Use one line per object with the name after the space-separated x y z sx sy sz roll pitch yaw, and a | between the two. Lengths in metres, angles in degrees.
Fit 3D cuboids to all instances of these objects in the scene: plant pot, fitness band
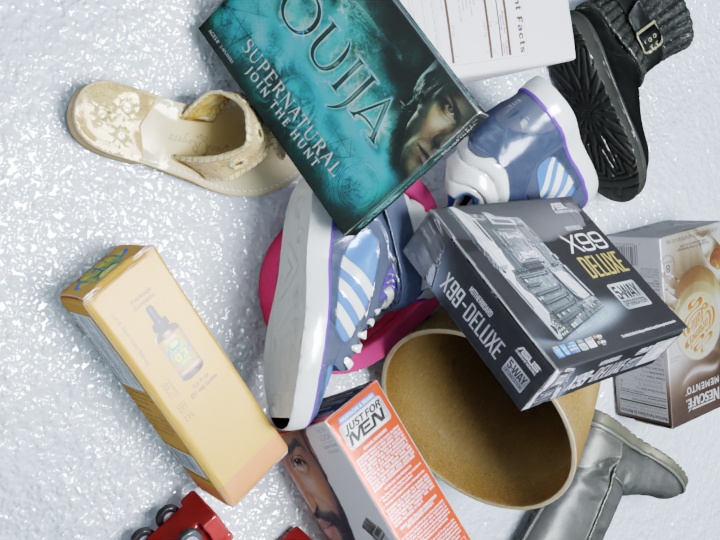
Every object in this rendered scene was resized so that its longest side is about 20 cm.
0.145 0.076 0.857 0.200 0.184 0.189 -45 117 -42 | plant pot
0.000 0.000 0.817 0.199 0.037 0.145 -39 114 -28 | fitness band

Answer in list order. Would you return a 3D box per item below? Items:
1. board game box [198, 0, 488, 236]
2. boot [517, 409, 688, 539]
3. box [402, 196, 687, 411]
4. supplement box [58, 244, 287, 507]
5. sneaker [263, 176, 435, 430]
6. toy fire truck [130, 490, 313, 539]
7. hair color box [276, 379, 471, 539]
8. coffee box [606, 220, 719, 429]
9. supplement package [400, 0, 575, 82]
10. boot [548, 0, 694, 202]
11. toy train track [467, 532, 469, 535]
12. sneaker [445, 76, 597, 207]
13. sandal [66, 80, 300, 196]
-0.017 -0.147 0.693 0.201 0.135 0.028 54 19 10 | board game box
0.249 0.269 0.989 0.180 0.072 0.203 31 69 -18 | boot
0.150 0.016 0.751 0.198 0.050 0.159 -7 53 -44 | box
-0.138 0.079 0.708 0.066 0.068 0.202 -41 116 -26 | supplement box
0.006 0.030 0.753 0.144 0.080 0.205 11 79 -28 | sneaker
-0.127 0.254 0.733 0.199 0.048 0.143 -40 122 -21 | toy fire truck
0.018 0.198 0.763 0.063 0.110 0.202 -32 93 -34 | hair color box
0.338 0.054 1.031 0.113 0.079 0.205 -13 100 -33 | coffee box
0.067 -0.218 0.796 0.197 0.120 0.123 -16 99 -34 | supplement package
0.284 -0.197 0.977 0.156 0.079 0.215 -31 110 -29 | boot
0.108 0.289 0.859 0.202 0.032 0.116 70 25 -47 | toy train track
0.138 -0.076 0.874 0.146 0.081 0.200 -43 151 0 | sneaker
-0.110 -0.101 0.712 0.208 0.069 0.080 6 90 -35 | sandal
